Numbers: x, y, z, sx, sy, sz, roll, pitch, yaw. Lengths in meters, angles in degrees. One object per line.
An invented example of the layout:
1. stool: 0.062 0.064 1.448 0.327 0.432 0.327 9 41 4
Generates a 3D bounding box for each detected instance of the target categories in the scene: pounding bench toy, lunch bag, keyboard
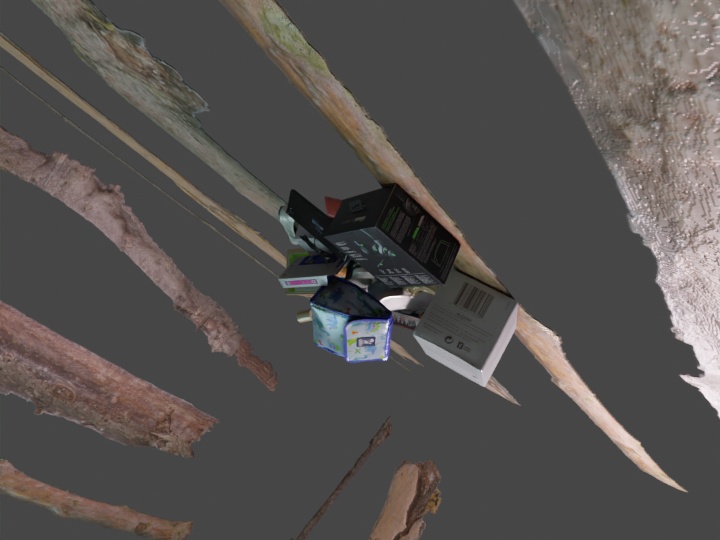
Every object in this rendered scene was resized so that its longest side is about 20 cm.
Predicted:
1. pounding bench toy: -0.116 0.050 1.540 0.123 0.203 0.155 -3 170 32
2. lunch bag: -0.017 0.131 1.336 0.198 0.128 0.171 19 139 16
3. keyboard: -0.099 -0.091 1.274 0.199 0.021 0.128 40 138 18

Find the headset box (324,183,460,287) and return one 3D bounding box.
1. headset box: 0.053 -0.059 1.021 0.199 0.094 0.173 37 158 -26

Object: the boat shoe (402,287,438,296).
1. boat shoe: 0.122 0.028 1.332 0.198 0.070 0.074 28 169 21

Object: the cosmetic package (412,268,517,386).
1. cosmetic package: 0.237 0.130 1.208 0.166 0.168 0.200 27 169 23

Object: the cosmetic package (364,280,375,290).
1. cosmetic package: -0.048 0.008 1.669 0.199 0.085 0.108 26 166 33

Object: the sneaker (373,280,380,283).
1. sneaker: 0.080 0.068 1.561 0.074 0.101 0.200 -12 -174 22

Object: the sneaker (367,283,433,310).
1. sneaker: 0.104 0.053 1.398 0.198 0.074 0.082 2 -137 -37

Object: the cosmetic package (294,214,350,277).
1. cosmetic package: -0.070 -0.059 1.409 0.100 0.072 0.200 -1 150 33

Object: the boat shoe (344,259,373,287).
1. boat shoe: 0.000 0.000 1.355 0.074 0.061 0.200 4 166 -13

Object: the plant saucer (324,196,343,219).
1. plant saucer: 0.026 -0.080 1.220 0.199 0.037 0.199 20 163 46

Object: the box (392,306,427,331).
1. box: 0.169 0.124 1.440 0.198 0.041 0.136 13 -164 31

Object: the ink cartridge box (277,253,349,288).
1. ink cartridge box: -0.105 -0.002 1.343 0.198 0.095 0.037 -7 123 39

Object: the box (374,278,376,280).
1. box: 0.050 0.005 1.507 0.199 0.039 0.041 24 168 37

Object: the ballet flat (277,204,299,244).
1. ballet flat: -0.176 -0.120 1.545 0.069 0.070 0.200 28 166 18
